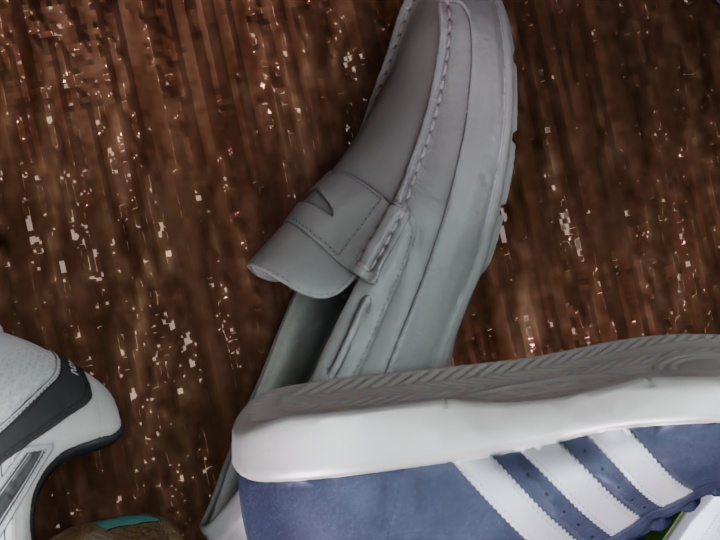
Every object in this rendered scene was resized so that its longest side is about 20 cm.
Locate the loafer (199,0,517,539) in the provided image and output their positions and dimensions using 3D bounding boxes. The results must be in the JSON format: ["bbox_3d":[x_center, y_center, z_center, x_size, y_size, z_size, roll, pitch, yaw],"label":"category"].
[{"bbox_3d":[0.000,0.000,0.779,0.069,0.070,0.201,15,85,-19],"label":"loafer"}]

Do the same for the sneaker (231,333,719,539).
[{"bbox_3d":[0.062,0.071,0.736,0.199,0.075,0.085,-6,99,-3],"label":"sneaker"}]

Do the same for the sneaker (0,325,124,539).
[{"bbox_3d":[-0.132,0.115,0.744,0.087,0.076,0.201,20,84,-9],"label":"sneaker"}]

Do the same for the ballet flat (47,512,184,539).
[{"bbox_3d":[-0.072,0.160,0.750,0.067,0.072,0.201,13,118,28],"label":"ballet flat"}]

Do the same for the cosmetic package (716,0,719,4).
[{"bbox_3d":[0.190,-0.115,0.754,0.071,0.200,0.102,43,81,-7],"label":"cosmetic package"}]

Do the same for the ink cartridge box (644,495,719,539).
[{"bbox_3d":[0.165,0.102,0.805,0.148,0.076,0.200,37,80,-7],"label":"ink cartridge box"}]
